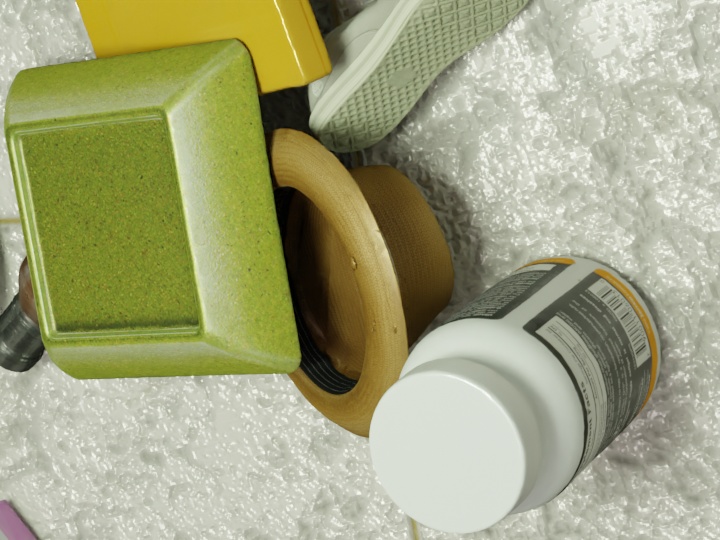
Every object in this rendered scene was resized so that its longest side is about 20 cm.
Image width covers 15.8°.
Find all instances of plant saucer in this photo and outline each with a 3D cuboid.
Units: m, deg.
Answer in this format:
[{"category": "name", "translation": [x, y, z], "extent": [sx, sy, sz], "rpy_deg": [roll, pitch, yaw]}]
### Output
[{"category": "plant saucer", "translation": [-0.139, -0.028, 1.561], "extent": [0.199, 0.048, 0.201], "rpy_deg": [-4, 99, 39]}]

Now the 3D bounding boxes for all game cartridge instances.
[{"category": "game cartridge", "translation": [-0.110, -0.183, 1.552], "extent": [0.200, 0.032, 0.177], "rpy_deg": [-7, 106, 51]}]

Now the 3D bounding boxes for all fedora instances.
[{"category": "fedora", "translation": [0.000, 0.000, 1.554], "extent": [0.201, 0.082, 0.201], "rpy_deg": [43, 145, 42]}]

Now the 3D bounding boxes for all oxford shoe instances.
[{"category": "oxford shoe", "translation": [0.035, -0.150, 1.517], "extent": [0.200, 0.075, 0.058], "rpy_deg": [-43, 50, 29]}]

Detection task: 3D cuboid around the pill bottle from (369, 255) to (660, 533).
[{"category": "pill bottle", "translation": [0.089, 0.071, 1.483], "extent": [0.116, 0.200, 0.117], "rpy_deg": [9, 111, 25]}]

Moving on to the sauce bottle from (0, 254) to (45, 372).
[{"category": "sauce bottle", "translation": [-0.177, -0.008, 1.671], "extent": [0.065, 0.065, 0.200], "rpy_deg": [45, 124, 6]}]

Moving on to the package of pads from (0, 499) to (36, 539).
[{"category": "package of pads", "translation": [-0.239, 0.271, 1.790], "extent": [0.120, 0.076, 0.200], "rpy_deg": [-38, 88, 34]}]
